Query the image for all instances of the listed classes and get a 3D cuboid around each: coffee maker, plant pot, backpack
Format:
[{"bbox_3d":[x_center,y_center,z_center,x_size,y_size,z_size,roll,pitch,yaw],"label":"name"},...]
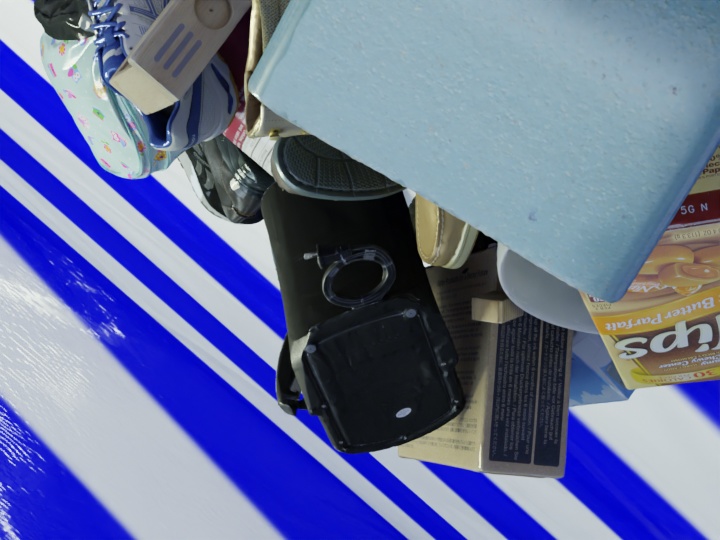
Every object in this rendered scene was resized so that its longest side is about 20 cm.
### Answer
[{"bbox_3d":[0.000,0.000,0.879,0.201,0.133,0.194,-107,20,-49],"label":"coffee maker"},{"bbox_3d":[0.097,-0.152,0.509,0.195,0.197,0.201,30,138,0],"label":"plant pot"},{"bbox_3d":[-0.236,-0.196,1.170,0.166,0.126,0.201,25,146,52],"label":"backpack"}]

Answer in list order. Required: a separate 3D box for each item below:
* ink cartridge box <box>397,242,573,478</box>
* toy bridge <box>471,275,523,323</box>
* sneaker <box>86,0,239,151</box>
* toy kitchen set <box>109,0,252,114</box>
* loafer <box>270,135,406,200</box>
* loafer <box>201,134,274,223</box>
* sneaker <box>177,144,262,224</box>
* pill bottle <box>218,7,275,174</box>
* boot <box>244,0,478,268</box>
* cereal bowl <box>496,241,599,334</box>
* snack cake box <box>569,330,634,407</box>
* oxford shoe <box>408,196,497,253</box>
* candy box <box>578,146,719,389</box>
[{"bbox_3d":[0.096,0.075,0.932,0.074,0.167,0.200,8,173,-15],"label":"ink cartridge box"},{"bbox_3d":[0.101,-0.069,0.811,0.027,0.067,0.203,3,99,37],"label":"toy bridge"},{"bbox_3d":[-0.173,-0.186,0.899,0.075,0.088,0.201,-32,95,39],"label":"sneaker"},{"bbox_3d":[-0.144,-0.249,0.786,0.200,0.181,0.163,40,162,-21],"label":"toy kitchen set"},{"bbox_3d":[0.022,-0.088,0.834,0.063,0.198,0.073,-29,81,65],"label":"loafer"},{"bbox_3d":[-0.128,-0.135,1.088,0.072,0.072,0.202,11,-136,-36],"label":"loafer"},{"bbox_3d":[-0.151,-0.120,1.317,0.087,0.076,0.200,12,149,43],"label":"sneaker"},{"bbox_3d":[-0.063,-0.145,0.996,0.199,0.115,0.114,39,163,-3],"label":"pill bottle"},{"bbox_3d":[0.003,-0.088,0.740,0.073,0.153,0.202,-124,30,-56],"label":"boot"},{"bbox_3d":[0.185,-0.035,0.753,0.197,0.084,0.201,2,152,1],"label":"cereal bowl"},{"bbox_3d":[0.184,0.052,0.982,0.067,0.115,0.200,40,163,-6],"label":"snack cake box"},{"bbox_3d":[0.130,-0.038,0.979,0.084,0.074,0.199,21,173,-35],"label":"oxford shoe"},{"bbox_3d":[0.190,0.002,0.674,0.114,0.056,0.200,-9,149,20],"label":"candy box"}]
